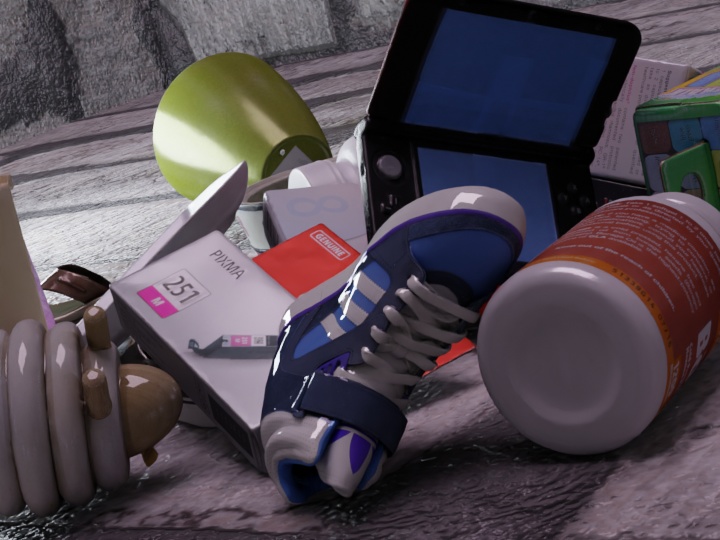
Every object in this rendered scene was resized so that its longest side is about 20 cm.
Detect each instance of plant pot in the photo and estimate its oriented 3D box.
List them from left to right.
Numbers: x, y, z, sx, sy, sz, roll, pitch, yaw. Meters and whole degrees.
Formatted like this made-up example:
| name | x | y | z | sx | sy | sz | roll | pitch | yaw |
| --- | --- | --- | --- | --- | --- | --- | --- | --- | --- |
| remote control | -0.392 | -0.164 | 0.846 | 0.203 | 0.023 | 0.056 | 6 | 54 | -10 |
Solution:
| name | x | y | z | sx | sy | sz | roll | pitch | yaw |
| --- | --- | --- | --- | --- | --- | --- | --- | --- | --- |
| plant pot | -0.115 | -0.136 | 1.942 | 0.186 | 0.189 | 0.200 | -20 | 28 | -23 |

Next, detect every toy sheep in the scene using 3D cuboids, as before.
| name | x | y | z | sx | sy | sz | roll | pitch | yaw |
| --- | --- | --- | --- | --- | --- | --- | --- | --- | --- |
| toy sheep | -0.212 | 0.092 | 1.077 | 0.198 | 0.139 | 0.138 | -3 | 12 | -2 |

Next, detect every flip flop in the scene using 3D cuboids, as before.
| name | x | y | z | sx | sy | sz | roll | pitch | yaw |
| --- | --- | --- | --- | --- | --- | --- | --- | --- | --- |
| flip flop | -0.268 | 0.019 | 1.647 | 0.198 | 0.058 | 0.081 | -16 | 12 | -4 |

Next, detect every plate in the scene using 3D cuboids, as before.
| name | x | y | z | sx | sy | sz | roll | pitch | yaw |
| --- | --- | --- | --- | --- | --- | --- | --- | --- | --- |
| plate | -0.170 | 0.008 | 1.348 | 0.200 | 0.032 | 0.200 | -50 | 9 | -19 |

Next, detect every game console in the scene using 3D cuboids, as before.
| name | x | y | z | sx | sy | sz | roll | pitch | yaw |
| --- | --- | --- | --- | --- | --- | --- | --- | --- | --- |
| game console | 0.108 | -0.089 | 1.219 | 0.198 | 0.174 | 0.119 | 6 | -27 | -25 |

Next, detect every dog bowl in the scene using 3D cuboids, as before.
| name | x | y | z | sx | sy | sz | roll | pitch | yaw |
| --- | --- | --- | --- | --- | --- | --- | --- | --- | --- |
| dog bowl | -0.026 | -0.061 | 1.681 | 0.198 | 0.074 | 0.200 | -14 | 12 | 3 |

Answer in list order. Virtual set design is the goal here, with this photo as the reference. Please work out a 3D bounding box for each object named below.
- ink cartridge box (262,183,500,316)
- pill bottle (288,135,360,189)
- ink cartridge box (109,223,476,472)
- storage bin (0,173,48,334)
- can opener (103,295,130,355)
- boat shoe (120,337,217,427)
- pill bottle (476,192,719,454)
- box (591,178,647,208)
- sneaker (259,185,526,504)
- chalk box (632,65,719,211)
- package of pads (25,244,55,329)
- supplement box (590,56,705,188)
| name | x | y | z | sx | sy | sz | roll | pitch | yaw |
| --- | --- | --- | --- | --- | --- | --- | --- | --- | --- |
| ink cartridge box | 0.037 | -0.017 | 1.292 | 0.198 | 0.048 | 0.160 | -8 | 31 | -12 |
| pill bottle | 0.043 | -0.074 | 1.533 | 0.198 | 0.121 | 0.119 | -17 | 12 | -18 |
| ink cartridge box | -0.048 | 0.031 | 1.142 | 0.173 | 0.044 | 0.200 | -29 | 41 | -21 |
| storage bin | -0.332 | 0.042 | 1.279 | 0.197 | 0.202 | 0.094 | -5 | 14 | 37 |
| can opener | -0.127 | 0.022 | 1.437 | 0.198 | 0.067 | 0.053 | -21 | 9 | 7 |
| boat shoe | -0.138 | 0.070 | 1.247 | 0.070 | 0.064 | 0.199 | -24 | 15 | -37 |
| pill bottle | 0.157 | 0.021 | 1.001 | 0.111 | 0.113 | 0.200 | -7 | 15 | 32 |
| box | 0.141 | -0.065 | 1.379 | 0.198 | 0.038 | 0.136 | 10 | 4 | -19 |
| sneaker | 0.018 | 0.057 | 0.958 | 0.200 | 0.080 | 0.147 | -34 | 38 | 37 |
| chalk box | 0.292 | -0.081 | 1.265 | 0.123 | 0.126 | 0.199 | -1 | 19 | 43 |
| package of pads | -0.348 | 0.035 | 1.440 | 0.199 | 0.122 | 0.075 | -19 | -1 | 43 |
| supplement box | 0.186 | -0.130 | 1.404 | 0.199 | 0.104 | 0.101 | 12 | 3 | 30 |
